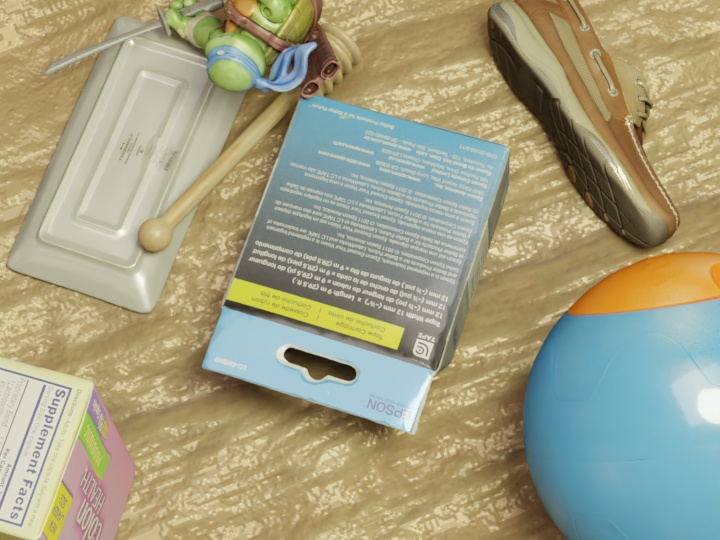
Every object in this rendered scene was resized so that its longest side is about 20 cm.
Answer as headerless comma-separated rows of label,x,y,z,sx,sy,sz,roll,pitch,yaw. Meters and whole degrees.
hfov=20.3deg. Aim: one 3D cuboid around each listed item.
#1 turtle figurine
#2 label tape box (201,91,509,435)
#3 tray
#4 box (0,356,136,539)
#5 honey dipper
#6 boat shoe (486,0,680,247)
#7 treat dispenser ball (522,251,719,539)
turtle figurine,-0.087,-0.211,1.311,0.200,0.144,0.194,16,47,22
label tape box,0.000,0.000,1.284,0.143,0.066,0.200,16,72,9
tray,-0.152,-0.077,1.342,0.107,0.022,0.200,18,70,8
box,-0.251,0.109,1.187,0.200,0.176,0.097,15,70,8
honey dipper,-0.076,-0.085,1.329,0.038,0.038,0.200,38,72,15
boat shoe,0.158,-0.108,1.316,0.072,0.076,0.200,-27,71,-11
treat dispenser ball,0.195,0.090,1.167,0.201,0.201,0.201,-1,68,2
